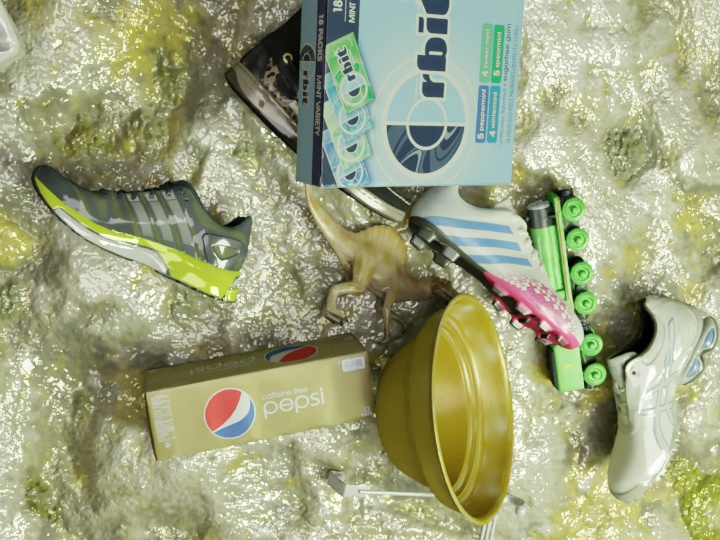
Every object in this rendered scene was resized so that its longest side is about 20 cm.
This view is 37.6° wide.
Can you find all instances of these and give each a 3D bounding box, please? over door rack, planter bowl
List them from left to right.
[{"bbox_3d":[0.056,0.282,1.009,0.197,0.067,0.150,9,97,-14],"label":"over door rack"},{"bbox_3d":[0.068,0.125,0.951,0.082,0.200,0.203,-7,105,26],"label":"planter bowl"}]

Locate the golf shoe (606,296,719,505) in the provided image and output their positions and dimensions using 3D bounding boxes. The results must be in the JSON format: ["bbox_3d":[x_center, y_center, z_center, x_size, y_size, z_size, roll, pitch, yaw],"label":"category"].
[{"bbox_3d":[0.267,0.120,1.024,0.096,0.078,0.202,24,85,-17],"label":"golf shoe"}]

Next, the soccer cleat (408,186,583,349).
[{"bbox_3d":[0.137,-0.012,0.960,0.199,0.070,0.087,38,78,-6],"label":"soccer cleat"}]

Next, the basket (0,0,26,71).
[{"bbox_3d":[-0.372,-0.206,0.773,0.198,0.161,0.200,-28,105,-6],"label":"basket"}]

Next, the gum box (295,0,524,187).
[{"bbox_3d":[0.044,-0.157,0.872,0.198,0.044,0.172,-5,103,-34],"label":"gum box"}]

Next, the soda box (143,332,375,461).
[{"bbox_3d":[-0.091,0.110,0.943,0.197,0.068,0.065,-9,103,-11],"label":"soda box"}]

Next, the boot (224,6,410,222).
[{"bbox_3d":[0.000,-0.153,0.916,0.200,0.073,0.151,40,90,-11],"label":"boot"}]

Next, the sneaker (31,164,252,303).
[{"bbox_3d":[-0.181,-0.047,0.899,0.198,0.074,0.082,26,87,-23],"label":"sneaker"}]

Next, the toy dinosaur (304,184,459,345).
[{"bbox_3d":[0.000,0.000,0.960,0.199,0.058,0.102,34,77,-24],"label":"toy dinosaur"}]

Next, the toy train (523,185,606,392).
[{"bbox_3d":[0.194,0.021,1.007,0.056,0.042,0.203,-10,103,0],"label":"toy train"}]
